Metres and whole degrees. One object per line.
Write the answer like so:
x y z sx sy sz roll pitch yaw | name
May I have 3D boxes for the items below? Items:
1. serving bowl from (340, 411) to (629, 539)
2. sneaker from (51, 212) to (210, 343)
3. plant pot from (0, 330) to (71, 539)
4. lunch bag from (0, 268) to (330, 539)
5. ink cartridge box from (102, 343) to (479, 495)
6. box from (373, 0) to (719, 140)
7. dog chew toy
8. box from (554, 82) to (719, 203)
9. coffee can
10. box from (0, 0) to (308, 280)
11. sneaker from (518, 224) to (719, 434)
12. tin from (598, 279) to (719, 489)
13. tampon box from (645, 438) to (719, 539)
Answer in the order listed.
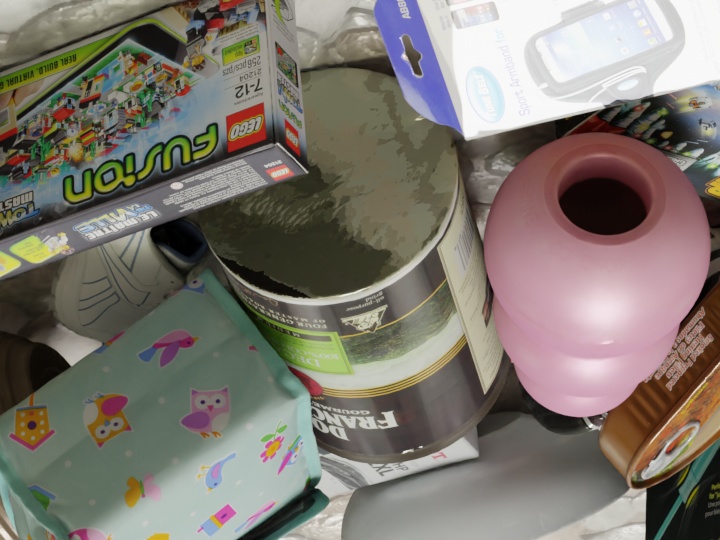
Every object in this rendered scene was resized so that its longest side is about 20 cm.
0.075 0.138 1.879 0.199 0.066 0.200 -18 -174 2 | serving bowl
-0.128 -0.007 1.624 0.087 0.075 0.200 24 155 14 | sneaker
-0.212 0.108 1.717 0.092 0.202 0.201 -26 145 14 | plant pot
-0.111 0.122 1.608 0.170 0.122 0.200 -34 155 -14 | lunch bag
-0.042 0.080 1.801 0.199 0.084 0.145 -16 148 17 | ink cartridge box
0.110 -0.139 1.465 0.199 0.042 0.120 -11 127 13 | box
0.128 0.013 1.598 0.124 0.125 0.200 -4 148 -3 | dog chew toy
0.225 -0.091 1.601 0.199 0.040 0.137 18 143 -34 | box
0.000 0.000 1.614 0.145 0.147 0.200 -10 149 7 | coffee can
-0.124 -0.074 1.504 0.199 0.111 0.035 -19 147 21 | box
0.191 0.033 1.752 0.115 0.076 0.200 -12 160 -40 | sneaker
0.217 0.049 1.684 0.112 0.042 0.200 0 134 -54 | tin
0.271 0.140 1.809 0.125 0.201 0.150 9 165 -24 | tampon box
